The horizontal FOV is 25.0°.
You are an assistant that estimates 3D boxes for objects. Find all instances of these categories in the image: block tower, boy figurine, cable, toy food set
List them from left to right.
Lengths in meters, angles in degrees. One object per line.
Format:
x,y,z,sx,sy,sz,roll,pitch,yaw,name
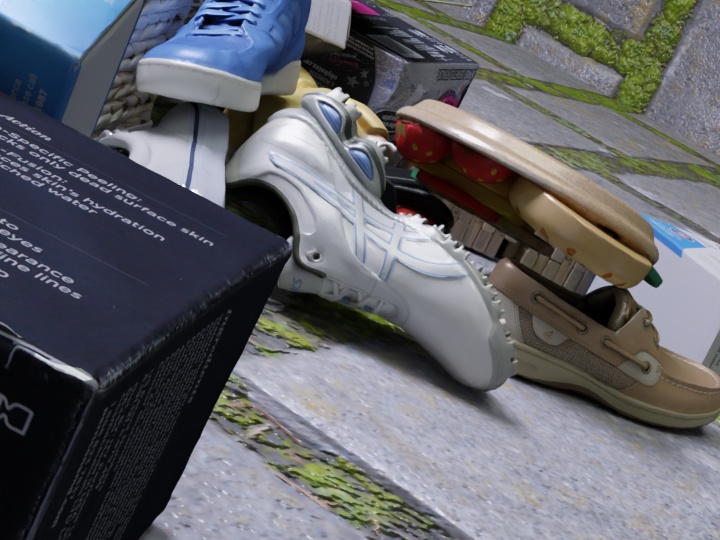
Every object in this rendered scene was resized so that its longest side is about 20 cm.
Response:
-0.043,-0.080,1.047,0.123,0.065,0.200,-7,32,-16,boy figurine
-0.015,-0.047,1.129,0.198,0.051,0.097,6,31,-23,cable
0.119,-0.036,1.253,0.199,0.058,0.054,24,15,-14,block tower
0.106,-0.046,1.040,0.199,0.049,0.198,30,1,15,toy food set

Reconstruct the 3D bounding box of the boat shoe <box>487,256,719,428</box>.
0.158,0.046,1.014,0.199,0.065,0.071,18,16,-30,boat shoe

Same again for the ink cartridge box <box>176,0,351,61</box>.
-0.143,-0.181,1.112,0.199,0.047,0.197,15,-15,-43,ink cartridge box

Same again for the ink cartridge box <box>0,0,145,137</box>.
-0.205,-0.087,0.638,0.199,0.146,0.084,28,34,-2,ink cartridge box

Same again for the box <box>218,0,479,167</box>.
-0.006,-0.143,1.290,0.132,0.115,0.200,31,16,14,box

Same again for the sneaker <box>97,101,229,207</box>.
-0.113,-0.057,0.887,0.070,0.074,0.200,19,13,-13,sneaker

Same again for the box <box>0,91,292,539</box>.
-0.149,0.013,0.490,0.195,0.118,0.200,27,15,5,box

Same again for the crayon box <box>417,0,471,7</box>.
-0.019,-0.234,1.211,0.125,0.052,0.199,1,12,-33,crayon box

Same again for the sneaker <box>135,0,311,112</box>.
-0.073,-0.156,0.943,0.076,0.112,0.200,13,12,12,sneaker

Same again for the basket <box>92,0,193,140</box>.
-0.192,-0.141,0.939,0.135,0.124,0.200,28,14,6,basket

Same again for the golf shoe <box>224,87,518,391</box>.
0.000,0.000,0.905,0.097,0.078,0.200,-35,78,-26,golf shoe

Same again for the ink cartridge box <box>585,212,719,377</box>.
0.293,0.043,1.219,0.199,0.085,0.146,16,17,-32,ink cartridge box
